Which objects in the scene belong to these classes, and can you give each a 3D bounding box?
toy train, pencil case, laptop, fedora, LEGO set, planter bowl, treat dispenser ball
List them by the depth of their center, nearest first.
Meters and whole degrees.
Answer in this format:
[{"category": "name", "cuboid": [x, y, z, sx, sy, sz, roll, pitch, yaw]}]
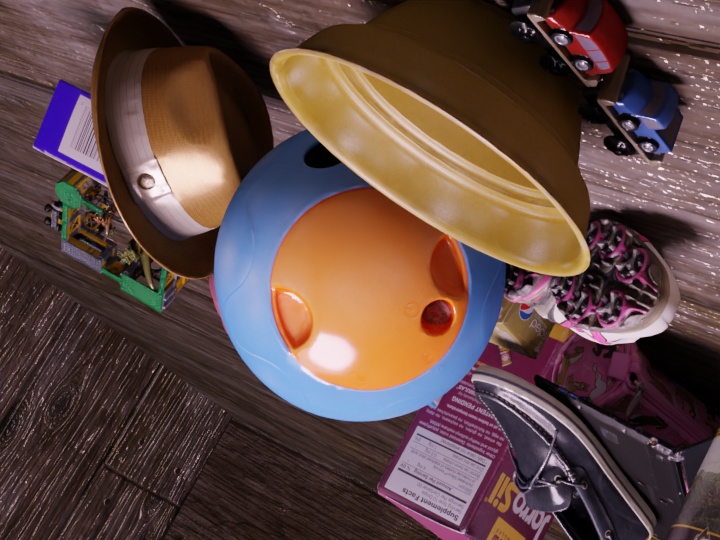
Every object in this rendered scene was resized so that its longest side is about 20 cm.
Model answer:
[{"category": "toy train", "cuboid": [0.103, -0.114, 0.686, 0.045, 0.034, 0.200, 0, 148, 42]}, {"category": "planter bowl", "cuboid": [0.055, -0.087, 0.770, 0.199, 0.084, 0.201, 32, 169, 7]}, {"category": "treat dispenser ball", "cuboid": [0.000, 0.000, 0.977, 0.199, 0.203, 0.201, 29, 168, 7]}, {"category": "fedora", "cuboid": [-0.115, -0.097, 1.037, 0.081, 0.203, 0.201, -12, 149, 21]}, {"category": "laptop", "cuboid": [0.253, 0.135, 1.106, 0.199, 0.104, 0.178, 27, 156, 35]}, {"category": "pencil case", "cuboid": [0.242, 0.121, 1.175, 0.082, 0.087, 0.199, -34, 126, 27]}, {"category": "LEGO set", "cuboid": [-0.252, -0.059, 1.664, 0.198, 0.116, 0.155, 23, 137, 17]}]

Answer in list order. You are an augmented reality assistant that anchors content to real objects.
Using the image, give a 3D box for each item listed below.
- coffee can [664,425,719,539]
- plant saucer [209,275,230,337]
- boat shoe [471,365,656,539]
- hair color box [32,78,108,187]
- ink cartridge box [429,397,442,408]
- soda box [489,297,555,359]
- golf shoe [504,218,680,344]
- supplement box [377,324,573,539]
[{"category": "coffee can", "cuboid": [0.279, 0.145, 0.890, 0.145, 0.202, 0.147, 28, 168, 7]}, {"category": "plant saucer", "cuboid": [-0.060, 0.048, 1.428, 0.198, 0.051, 0.201, 21, -155, -10]}, {"category": "boat shoe", "cuboid": [0.148, 0.151, 1.094, 0.200, 0.062, 0.074, 49, 161, -19]}, {"category": "hair color box", "cuboid": [-0.168, -0.096, 1.194, 0.108, 0.066, 0.200, 27, -172, 19]}, {"category": "ink cartridge box", "cuboid": [0.004, 0.024, 1.269, 0.198, 0.117, 0.068, 22, 165, 34]}, {"category": "soda box", "cuboid": [0.066, 0.000, 1.141, 0.199, 0.068, 0.064, 21, 164, 41]}, {"category": "golf shoe", "cuboid": [0.167, 0.012, 0.956, 0.091, 0.073, 0.200, 28, 179, -17]}, {"category": "supplement box", "cuboid": [0.124, 0.144, 1.260, 0.102, 0.202, 0.131, 20, 166, 39]}]
